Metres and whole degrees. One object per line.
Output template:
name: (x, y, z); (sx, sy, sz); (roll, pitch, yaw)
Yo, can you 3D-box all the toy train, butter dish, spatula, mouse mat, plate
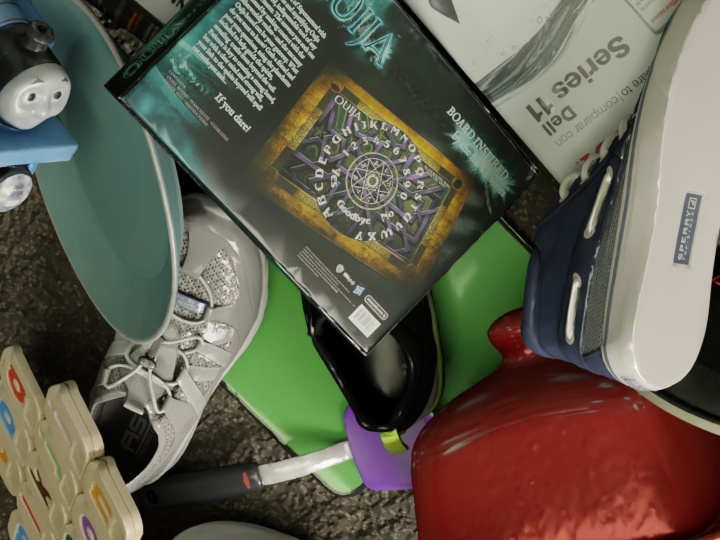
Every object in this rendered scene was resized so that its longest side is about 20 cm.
toy train: (-0.222, -0.127, 1.131); (0.200, 0.087, 0.114); (54, 128, 23)
butter dish: (0.106, 0.091, 1.136); (0.199, 0.199, 0.148); (-17, 92, 19)
spatula: (-0.043, 0.115, 1.249); (0.199, 0.021, 0.057); (-13, 101, 18)
mouse mat: (0.002, 0.022, 1.219); (0.161, 0.008, 0.200); (45, 112, -7)
plate: (-0.135, -0.059, 1.142); (0.026, 0.200, 0.201); (-19, 111, -25)

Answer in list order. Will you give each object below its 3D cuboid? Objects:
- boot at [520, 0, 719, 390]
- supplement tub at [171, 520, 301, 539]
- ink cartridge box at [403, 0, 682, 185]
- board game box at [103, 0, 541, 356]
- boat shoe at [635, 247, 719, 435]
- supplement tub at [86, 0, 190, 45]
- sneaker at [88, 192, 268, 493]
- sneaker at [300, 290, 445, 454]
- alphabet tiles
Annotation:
boot: (0.132, -0.047, 1.043); (0.090, 0.073, 0.201); (14, 88, 50)
supplement tub: (-0.083, 0.260, 1.265); (0.122, 0.123, 0.200); (19, 113, 4)
ink cartridge box: (0.109, -0.154, 1.087); (0.147, 0.083, 0.200); (-38, 100, 22)
board game box: (-0.014, -0.069, 1.068); (0.135, 0.028, 0.200); (-45, 120, -4)
boat shoe: (0.162, 0.017, 1.088); (0.073, 0.201, 0.063); (0, 120, -23)
supplement tub: (-0.121, -0.199, 1.097); (0.200, 0.123, 0.123); (37, 113, -5)
sneaker: (-0.107, 0.052, 1.205); (0.075, 0.082, 0.200); (22, 117, 5)
sneaker: (0.000, 0.000, 1.157); (0.072, 0.083, 0.201); (-18, 98, 18)
alphabet tiles: (-0.164, 0.147, 1.221); (0.196, 0.015, 0.200); (59, 151, 21)
